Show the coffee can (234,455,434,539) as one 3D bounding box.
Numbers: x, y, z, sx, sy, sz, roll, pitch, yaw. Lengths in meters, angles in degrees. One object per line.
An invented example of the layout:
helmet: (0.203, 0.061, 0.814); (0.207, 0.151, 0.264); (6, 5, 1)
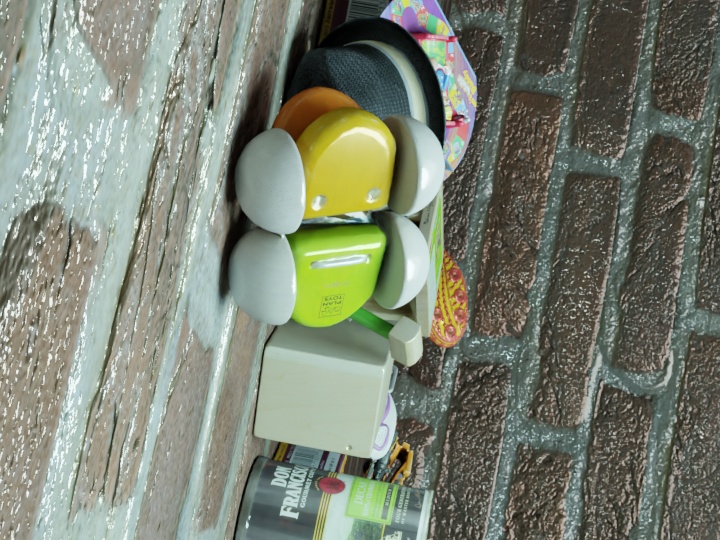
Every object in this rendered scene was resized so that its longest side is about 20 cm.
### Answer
coffee can: (-0.029, 0.294, 1.474); (0.146, 0.198, 0.148); (10, 90, -85)

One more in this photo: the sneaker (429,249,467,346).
sneaker: (0.065, 0.001, 1.575); (0.077, 0.072, 0.202); (-48, -120, 50)

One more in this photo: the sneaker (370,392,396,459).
sneaker: (-0.021, 0.158, 1.619); (0.201, 0.074, 0.100); (58, -44, 40)

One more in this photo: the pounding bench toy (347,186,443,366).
pounding bench toy: (-0.001, 0.004, 1.422); (0.125, 0.154, 0.201); (85, 13, -46)

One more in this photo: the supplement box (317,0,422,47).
supplement box: (0.017, -0.247, 1.477); (0.200, 0.102, 0.132); (72, 28, -80)

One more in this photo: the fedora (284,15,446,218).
fedora: (-0.013, -0.136, 1.253); (0.091, 0.199, 0.203); (-6, 109, -50)

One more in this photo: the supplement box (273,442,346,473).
supplement box: (-0.076, 0.322, 1.641); (0.110, 0.085, 0.202); (-66, 165, -72)

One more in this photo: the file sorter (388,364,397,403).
file sorter: (-0.007, 0.087, 1.749); (0.139, 0.123, 0.202); (-62, 161, -76)

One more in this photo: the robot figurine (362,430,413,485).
robot figurine: (0.015, 0.298, 1.710); (0.145, 0.058, 0.202); (109, 3, -69)

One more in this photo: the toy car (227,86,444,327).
toy car: (-0.035, -0.056, 1.137); (0.150, 0.173, 0.202); (46, -44, 49)

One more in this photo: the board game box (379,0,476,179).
board game box: (0.080, -0.187, 1.376); (0.159, 0.039, 0.201); (-60, 136, -30)

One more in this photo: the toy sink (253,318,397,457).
toy sink: (-0.032, 0.115, 1.492); (0.200, 0.129, 0.113); (-67, 166, -73)
